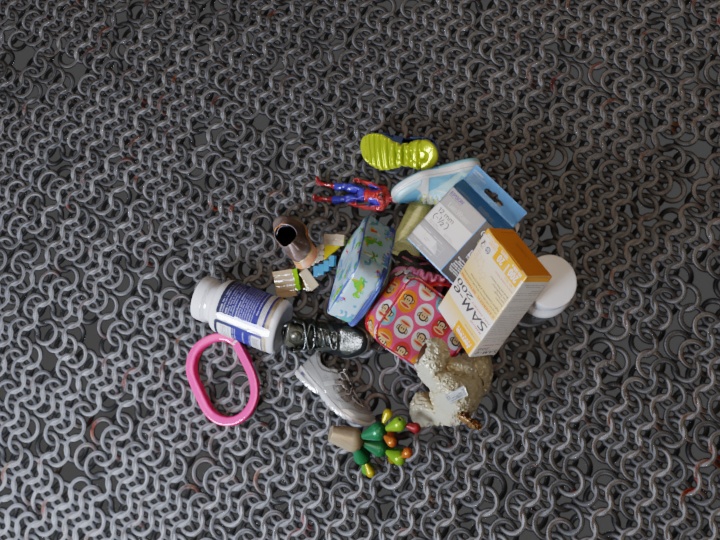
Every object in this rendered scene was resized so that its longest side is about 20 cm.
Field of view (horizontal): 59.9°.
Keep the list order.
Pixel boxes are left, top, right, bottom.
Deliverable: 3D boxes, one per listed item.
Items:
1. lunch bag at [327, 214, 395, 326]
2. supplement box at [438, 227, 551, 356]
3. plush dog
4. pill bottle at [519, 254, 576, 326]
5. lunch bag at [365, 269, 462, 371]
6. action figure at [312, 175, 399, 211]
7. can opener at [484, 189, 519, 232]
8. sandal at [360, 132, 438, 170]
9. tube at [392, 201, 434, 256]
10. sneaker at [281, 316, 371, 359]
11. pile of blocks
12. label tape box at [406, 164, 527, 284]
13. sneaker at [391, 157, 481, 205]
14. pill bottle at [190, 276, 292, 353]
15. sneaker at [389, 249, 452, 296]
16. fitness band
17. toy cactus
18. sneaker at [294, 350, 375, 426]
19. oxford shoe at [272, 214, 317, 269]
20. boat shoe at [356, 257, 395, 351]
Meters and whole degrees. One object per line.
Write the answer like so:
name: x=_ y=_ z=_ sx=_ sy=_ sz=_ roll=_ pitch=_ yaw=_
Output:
lunch bag: x=0.000 y=0.000 z=1.259 sx=0.081 sy=0.202 sz=0.162 roll=27 pitch=127 yaw=-11
supplement box: x=0.237 y=0.041 z=1.134 sx=0.072 sy=0.202 sz=0.127 roll=0 pitch=42 yaw=-34
plush dog: x=0.198 y=0.215 z=1.202 sx=0.158 sy=0.204 sz=0.171 roll=24 pitch=39 yaw=30
pill bottle: x=0.344 y=0.040 z=1.211 sx=0.111 sy=0.200 sz=0.117 roll=0 pitch=78 yaw=1
lunch bag: x=0.124 y=0.099 z=1.246 sx=0.199 sy=0.082 sz=0.178 roll=38 pitch=88 yaw=-24
action figure: x=-0.007 y=-0.168 z=1.383 sx=0.194 sy=0.052 sz=0.067 roll=8 pitch=76 yaw=6
can opener: x=0.262 y=-0.148 z=1.333 sx=0.053 sy=0.067 sz=0.201 roll=-40 pitch=77 yaw=-3
sandal: x=0.092 y=-0.264 z=1.379 sx=0.196 sy=0.087 sz=0.081 roll=15 pitch=116 yaw=25
tube: x=0.125 y=-0.121 z=1.357 sx=0.057 sy=0.052 sz=0.204 roll=17 pitch=83 yaw=38
sneaker: x=-0.080 y=0.138 z=1.257 sx=0.195 sy=0.113 sz=0.078 roll=10 pitch=98 yaw=28
pile of blocks: x=-0.100 y=-0.008 z=1.353 sx=0.198 sy=0.062 sz=0.083 roll=-35 pitch=87 yaw=12
label tape box: x=0.207 y=-0.087 z=1.217 sx=0.143 sy=0.066 sz=0.201 roll=44 pitch=101 yaw=7
sneaker: x=0.168 y=-0.143 z=1.290 sx=0.195 sy=0.080 sz=0.134 roll=-17 pitch=80 yaw=7
pill bottle: x=-0.251 y=0.089 z=1.324 sx=0.196 sy=0.116 sz=0.118 roll=19 pitch=81 yaw=10
sneaker: x=0.158 y=0.008 z=1.311 sx=0.195 sy=0.080 sz=0.097 roll=17 pitch=44 yaw=-6
fitness band: x=-0.293 y=0.232 z=1.340 sx=0.142 sy=0.037 sz=0.203 roll=-30 pitch=75 yaw=0
toy cactus: x=0.019 y=0.327 z=1.211 sx=0.161 sy=0.201 sz=0.104 roll=18 pitch=53 yaw=-12
sneaker: x=-0.043 y=0.243 z=1.286 sx=0.198 sy=0.075 sz=0.083 roll=37 pitch=86 yaw=13
oxford shoe: x=-0.151 y=-0.081 z=1.324 sx=0.071 sy=0.073 sz=0.200 roll=-43 pitch=36 yaw=-1
boat shoe: x=0.043 y=0.069 z=1.320 sx=0.060 sy=0.071 sz=0.206 roll=28 pitch=66 yaw=-30
